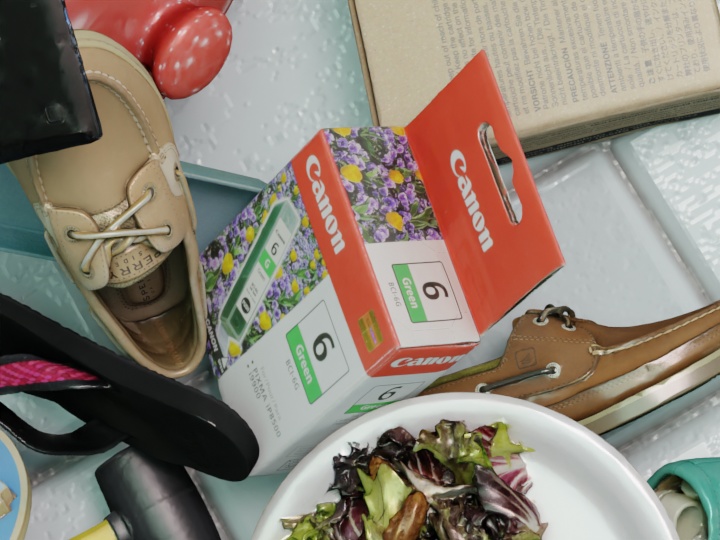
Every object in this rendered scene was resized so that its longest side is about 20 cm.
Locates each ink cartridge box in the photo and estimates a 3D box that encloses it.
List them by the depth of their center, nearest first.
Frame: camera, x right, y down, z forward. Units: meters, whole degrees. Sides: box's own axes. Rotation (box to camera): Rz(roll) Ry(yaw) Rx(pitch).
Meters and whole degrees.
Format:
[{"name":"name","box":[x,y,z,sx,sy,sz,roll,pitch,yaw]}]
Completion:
[{"name":"ink cartridge box","box":[0.000,0.000,1.040,0.200,0.050,0.109,-43,59,47]},{"name":"ink cartridge box","box":[0.074,-0.155,1.102,0.165,0.075,0.200,-12,83,9]}]

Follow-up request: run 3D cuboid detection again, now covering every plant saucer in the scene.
[{"name":"plant saucer","box":[-0.130,-0.033,1.069,0.070,0.200,0.019,-49,48,31]}]

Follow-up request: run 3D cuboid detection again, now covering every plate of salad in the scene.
[{"name":"plate of salad","box":[0.043,0.151,1.014,0.200,0.048,0.200,-1,83,8]}]

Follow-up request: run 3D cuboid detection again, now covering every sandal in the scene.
[{"name":"sandal","box":[-0.138,0.058,1.089,0.200,0.075,0.045,20,63,30]}]

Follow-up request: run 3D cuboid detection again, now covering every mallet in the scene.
[{"name":"mallet","box":[-0.163,0.134,1.087,0.200,0.041,0.066,-18,77,-22]}]

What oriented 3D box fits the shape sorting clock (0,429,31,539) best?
[{"name":"shape sorting clock","box":[-0.244,0.126,1.069,0.200,0.039,0.200,-10,38,8]}]

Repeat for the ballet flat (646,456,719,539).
[{"name":"ballet flat","box":[0.121,0.174,1.060,0.067,0.070,0.200,13,81,55]}]

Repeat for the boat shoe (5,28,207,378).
[{"name":"boat shoe","box":[-0.101,-0.025,1.021,0.071,0.200,0.065,-26,56,-3]}]

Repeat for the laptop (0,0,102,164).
[{"name":"laptop","box":[-0.197,-0.139,0.972,0.177,0.103,0.200,-12,102,17]}]

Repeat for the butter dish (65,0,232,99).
[{"name":"butter dish","box":[-0.119,-0.128,1.054,0.148,0.200,0.200,35,90,24]}]

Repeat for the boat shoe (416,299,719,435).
[{"name":"boat shoe","box":[0.088,0.048,1.080,0.200,0.072,0.068,-26,82,5]}]
